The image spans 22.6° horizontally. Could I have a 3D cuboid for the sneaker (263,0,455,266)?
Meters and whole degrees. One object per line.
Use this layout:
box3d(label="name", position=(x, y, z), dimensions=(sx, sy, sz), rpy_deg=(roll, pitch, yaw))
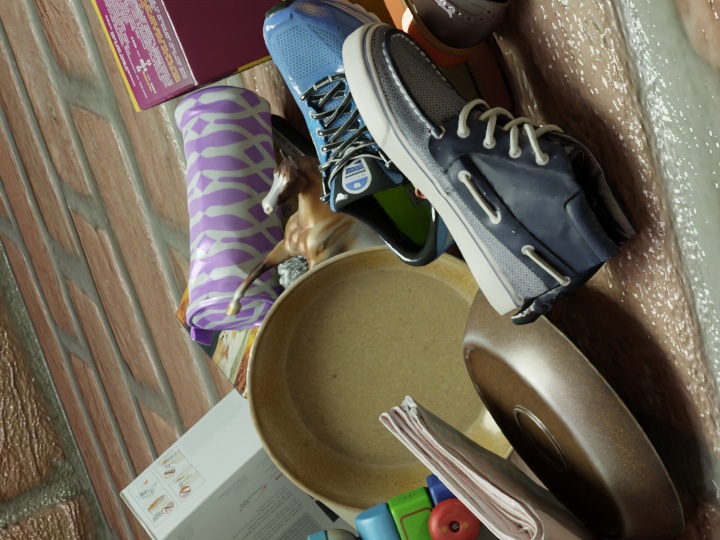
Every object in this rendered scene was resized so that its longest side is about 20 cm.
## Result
box3d(label="sneaker", position=(0.005, -0.088, 1.155), dimensions=(0.200, 0.078, 0.089), rpy_deg=(53, -150, -16))

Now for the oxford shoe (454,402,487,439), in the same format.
box3d(label="oxford shoe", position=(0.076, 0.137, 1.380), dimensions=(0.073, 0.071, 0.200), rpy_deg=(40, 159, 0))

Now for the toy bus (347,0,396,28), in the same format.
box3d(label="toy bus", position=(-0.007, -0.164, 1.220), dimensions=(0.078, 0.065, 0.200), rpy_deg=(36, 145, 57))

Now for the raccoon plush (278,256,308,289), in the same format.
box3d(label="raccoon plush", position=(0.012, 0.004, 1.339), dimensions=(0.134, 0.097, 0.200), rpy_deg=(49, 156, 24))

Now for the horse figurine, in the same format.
box3d(label="horse figurine", position=(0.000, 0.000, 1.275), dimensions=(0.133, 0.200, 0.050), rpy_deg=(-63, 26, 14))

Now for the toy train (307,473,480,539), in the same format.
box3d(label="toy train", position=(0.048, 0.246, 1.215), dimensions=(0.085, 0.115, 0.200), rpy_deg=(-102, -8, -87))

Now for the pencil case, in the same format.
box3d(label="pencil case", position=(-0.107, -0.049, 1.430), dimensions=(0.084, 0.085, 0.200), rpy_deg=(26, -128, -50))

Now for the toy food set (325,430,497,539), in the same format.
box3d(label="toy food set", position=(0.030, 0.179, 1.382), dimensions=(0.200, 0.060, 0.143), rpy_deg=(41, 169, -16))

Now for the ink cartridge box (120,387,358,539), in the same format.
box3d(label="ink cartridge box", position=(-0.069, 0.188, 1.530), dimensions=(0.084, 0.200, 0.176), rpy_deg=(40, 170, 50))

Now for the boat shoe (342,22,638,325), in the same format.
box3d(label="boat shoe", position=(0.078, -0.072, 1.039), dimensions=(0.093, 0.075, 0.200), rpy_deg=(-30, 99, 37))

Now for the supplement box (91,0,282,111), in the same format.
box3d(label="supplement box", position=(-0.111, -0.197, 1.366), dimensions=(0.103, 0.131, 0.200), rpy_deg=(68, 163, -6))

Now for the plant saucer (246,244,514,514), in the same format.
box3d(label="plant saucer", position=(0.021, 0.073, 1.253), dimensions=(0.035, 0.200, 0.201), rpy_deg=(-99, -9, -73))

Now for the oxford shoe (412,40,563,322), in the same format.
box3d(label="oxford shoe", position=(0.067, -0.051, 1.133), dimensions=(0.200, 0.075, 0.070), rpy_deg=(68, 159, -6))

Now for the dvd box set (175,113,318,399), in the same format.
box3d(label="dvd box set", position=(-0.081, -0.014, 1.490), dimensions=(0.146, 0.029, 0.200), rpy_deg=(45, 117, 49))

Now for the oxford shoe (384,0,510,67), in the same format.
box3d(label="oxford shoe", position=(0.028, -0.223, 1.073), dimensions=(0.200, 0.071, 0.073), rpy_deg=(58, 144, 4))

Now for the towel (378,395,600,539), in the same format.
box3d(label="towel", position=(0.123, 0.168, 1.163), dimensions=(0.200, 0.032, 0.191), rpy_deg=(36, -177, -36))

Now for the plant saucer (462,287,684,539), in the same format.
box3d(label="plant saucer", position=(0.125, 0.098, 1.142), dimensions=(0.200, 0.034, 0.200), rpy_deg=(51, 167, 16))
